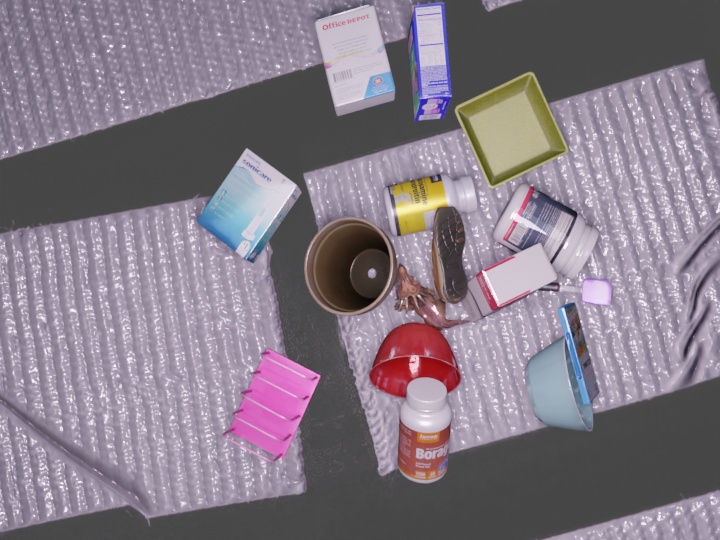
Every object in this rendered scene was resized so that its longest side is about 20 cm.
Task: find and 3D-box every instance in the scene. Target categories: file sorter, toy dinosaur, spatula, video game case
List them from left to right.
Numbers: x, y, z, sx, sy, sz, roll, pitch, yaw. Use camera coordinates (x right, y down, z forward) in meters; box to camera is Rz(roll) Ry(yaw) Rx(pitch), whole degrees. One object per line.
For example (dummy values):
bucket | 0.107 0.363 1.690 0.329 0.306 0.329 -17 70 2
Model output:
file sorter | -0.194 0.293 1.699 0.137 0.125 0.204 25 87 5
toy dinosaur | 0.143 0.079 1.693 0.198 0.136 0.087 35 88 4
spatula | 0.456 0.040 1.737 0.195 0.021 0.058 6 88 4
video game case | 0.465 0.173 1.668 0.017 0.142 0.205 -16 85 24

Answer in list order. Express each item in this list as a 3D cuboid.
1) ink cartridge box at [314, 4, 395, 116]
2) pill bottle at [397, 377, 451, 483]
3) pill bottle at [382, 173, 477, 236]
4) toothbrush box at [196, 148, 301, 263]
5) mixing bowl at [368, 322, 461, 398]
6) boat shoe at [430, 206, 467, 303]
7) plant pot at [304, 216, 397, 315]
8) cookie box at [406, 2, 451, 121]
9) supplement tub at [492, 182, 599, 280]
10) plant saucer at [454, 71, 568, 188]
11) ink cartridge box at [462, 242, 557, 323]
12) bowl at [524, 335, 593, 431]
ink cartridge box | -0.012 -0.473 1.768 0.141 0.085 0.205 -14 86 1
pill bottle | 0.135 0.334 1.645 0.109 0.113 0.204 2 117 3
pill bottle | 0.152 -0.148 1.721 0.195 0.112 0.115 -13 85 2
toothbrush box | -0.247 -0.144 1.755 0.145 0.085 0.202 34 89 6
mixing bowl | 0.118 0.183 1.677 0.195 0.202 0.110 2 56 3
boat shoe | 0.176 -0.031 1.659 0.074 0.074 0.206 -1 88 -24
plant pot | 0.000 0.000 1.675 0.195 0.173 0.206 -2 83 18
cookie box | 0.149 -0.453 1.716 0.073 0.171 0.206 -4 85 -1
supplement tub | 0.397 -0.083 1.689 0.197 0.140 0.142 30 88 4
plant saucer | 0.335 -0.310 1.756 0.196 0.048 0.203 -24 85 0
ink cartridge box | 0.302 0.030 1.645 0.142 0.200 0.086 -24 81 -13
bowl | 0.412 0.247 1.653 0.103 0.200 0.206 -16 85 22
